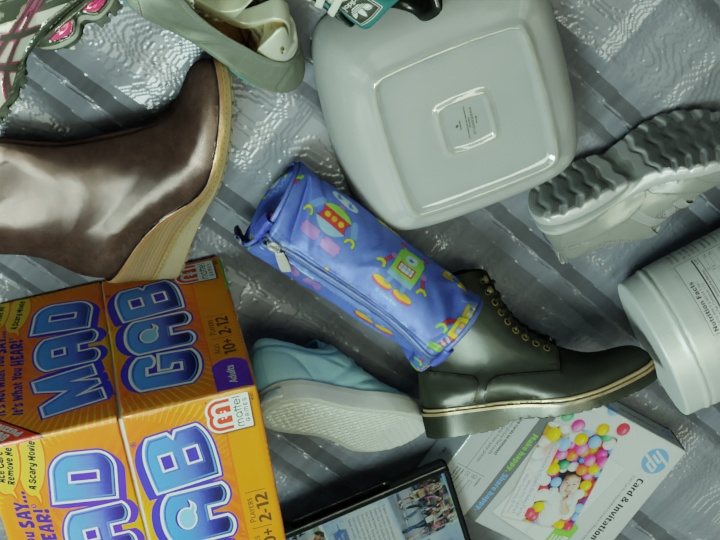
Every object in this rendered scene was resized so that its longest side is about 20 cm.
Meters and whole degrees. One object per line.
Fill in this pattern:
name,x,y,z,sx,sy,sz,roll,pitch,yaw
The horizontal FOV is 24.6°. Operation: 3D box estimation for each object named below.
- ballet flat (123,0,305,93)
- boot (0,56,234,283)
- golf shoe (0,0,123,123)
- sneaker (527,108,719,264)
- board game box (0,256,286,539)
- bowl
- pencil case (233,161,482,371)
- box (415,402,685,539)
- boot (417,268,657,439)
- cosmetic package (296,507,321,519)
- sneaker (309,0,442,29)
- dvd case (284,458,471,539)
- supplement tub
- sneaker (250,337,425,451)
ballet flat,-0.087,-0.180,1.177,0.063,0.068,0.199,-20,154,33
boot,-0.191,-0.081,1.237,0.165,0.073,0.201,10,118,-21
golf shoe,-0.259,-0.158,1.128,0.200,0.077,0.088,-46,132,-3
sneaker,0.238,-0.069,1.368,0.198,0.075,0.082,-20,135,4
board game box,-0.176,0.141,1.287,0.198,0.200,0.201,-13,120,-7
bowl,0.074,-0.127,1.283,0.198,0.075,0.201,-20,122,-3
pencil case,0.000,0.000,1.297,0.199,0.087,0.078,36,132,-9
box,0.171,0.173,1.488,0.199,0.041,0.156,29,107,-27
boot,0.138,0.052,1.371,0.198,0.077,0.140,-13,93,-3
cosmetic package,-0.064,0.332,1.505,0.150,0.052,0.201,-23,120,0
sneaker,-0.013,-0.213,1.158,0.199,0.081,0.071,-7,167,-41
dvd case,0.002,0.259,1.449,0.199,0.018,0.144,-22,119,-6
supplement tub,0.334,0.022,1.397,0.199,0.132,0.132,-28,121,2
sneaker,-0.014,0.096,1.384,0.074,0.082,0.199,-32,148,28
